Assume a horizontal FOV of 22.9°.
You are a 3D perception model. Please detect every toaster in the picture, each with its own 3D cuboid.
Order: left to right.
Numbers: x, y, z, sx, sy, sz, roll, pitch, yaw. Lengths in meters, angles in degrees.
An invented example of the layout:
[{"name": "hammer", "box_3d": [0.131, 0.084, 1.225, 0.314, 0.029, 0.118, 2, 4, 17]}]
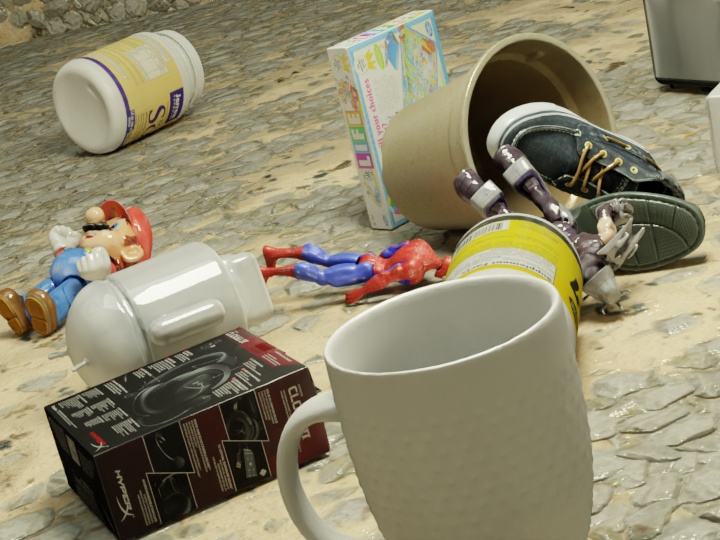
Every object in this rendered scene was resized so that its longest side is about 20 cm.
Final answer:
[{"name": "toaster", "box_3d": [0.450, -0.292, 2.105, 0.180, 0.120, 0.199, -23, 19, -26]}]

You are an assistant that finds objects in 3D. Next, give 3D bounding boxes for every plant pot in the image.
[{"name": "plant pot", "box_3d": [0.122, -0.116, 1.761, 0.200, 0.202, 0.183, -28, 10, -35]}]

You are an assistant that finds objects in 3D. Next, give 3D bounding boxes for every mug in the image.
[{"name": "mug", "box_3d": [0.045, 0.116, 1.083, 0.198, 0.177, 0.148, -11, 17, 14]}]

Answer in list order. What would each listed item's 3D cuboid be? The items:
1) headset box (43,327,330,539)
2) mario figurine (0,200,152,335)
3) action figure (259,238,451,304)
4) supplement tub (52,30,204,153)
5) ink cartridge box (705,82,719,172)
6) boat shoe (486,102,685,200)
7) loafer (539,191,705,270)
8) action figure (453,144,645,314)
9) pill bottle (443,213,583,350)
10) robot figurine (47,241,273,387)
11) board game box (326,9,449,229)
[{"name": "headset box", "box_3d": [-0.128, 0.119, 1.387, 0.199, 0.078, 0.149, -21, 19, -21]}, {"name": "mario figurine", "box_3d": [-0.305, -0.018, 1.902, 0.123, 0.107, 0.200, 30, 45, 17]}, {"name": "action figure", "box_3d": [0.000, 0.000, 1.697, 0.198, 0.052, 0.066, -4, 25, 18]}, {"name": "supplement tub", "box_3d": [-0.346, -0.273, 2.665, 0.145, 0.147, 0.199, 2, 24, 42]}, {"name": "ink cartridge box", "box_3d": [0.447, -0.171, 1.787, 0.146, 0.086, 0.200, -2, 20, 29]}, {"name": "boat shoe", "box_3d": [0.214, -0.097, 1.643, 0.199, 0.071, 0.091, 10, 25, -36]}, {"name": "loafer", "box_3d": [0.216, -0.036, 1.597, 0.198, 0.073, 0.063, -9, 12, 24]}, {"name": "action figure", "box_3d": [0.168, -0.030, 1.527, 0.130, 0.069, 0.200, -38, 51, -3]}, {"name": "pill bottle", "box_3d": [0.113, 0.039, 1.370, 0.113, 0.115, 0.200, -10, 18, 14]}, {"name": "robot figurine", "box_3d": [-0.179, 0.047, 1.589, 0.199, 0.114, 0.169, -22, 3, -23]}, {"name": "board game box", "box_3d": [0.045, -0.162, 1.904, 0.134, 0.202, 0.034, -28, 22, -38]}]
